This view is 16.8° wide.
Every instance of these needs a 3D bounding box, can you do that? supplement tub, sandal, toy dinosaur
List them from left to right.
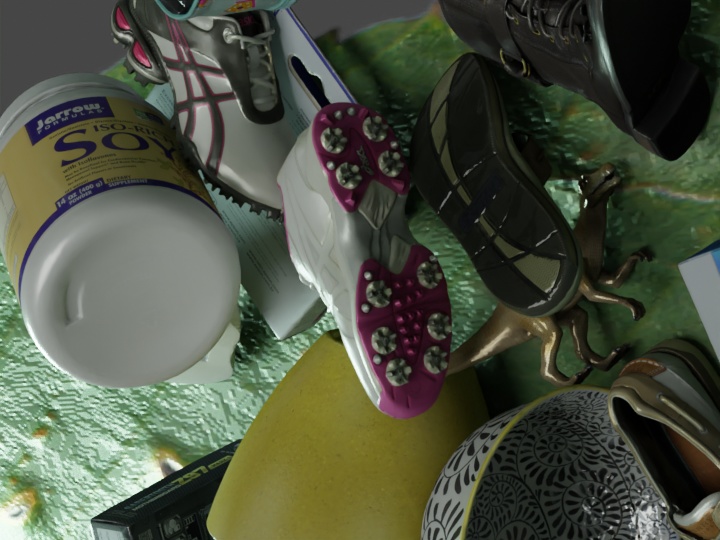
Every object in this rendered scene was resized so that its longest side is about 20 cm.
[{"bbox_3d":[-0.169,-0.032,1.615,0.200,0.144,0.146,-120,31,-53],"label":"supplement tub"},{"bbox_3d":[0.087,-0.047,1.486,0.080,0.057,0.202,-47,48,29],"label":"sandal"},{"bbox_3d":[0.116,0.024,1.510,0.101,0.058,0.200,47,110,18],"label":"toy dinosaur"}]

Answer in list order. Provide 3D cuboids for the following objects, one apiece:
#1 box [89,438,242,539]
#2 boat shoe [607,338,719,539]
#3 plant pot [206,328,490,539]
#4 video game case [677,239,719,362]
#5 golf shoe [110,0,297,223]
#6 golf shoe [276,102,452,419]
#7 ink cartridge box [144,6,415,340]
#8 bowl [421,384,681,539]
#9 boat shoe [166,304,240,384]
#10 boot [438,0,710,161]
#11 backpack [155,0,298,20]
[{"bbox_3d":[-0.104,0.244,1.774,0.051,0.157,0.202,2,111,45],"label":"box"},{"bbox_3d":[0.216,0.140,1.462,0.201,0.068,0.075,53,135,8],"label":"boat shoe"},{"bbox_3d":[0.011,0.120,1.597,0.199,0.199,0.143,20,100,38],"label":"plant pot"},{"bbox_3d":[0.293,0.048,1.360,0.199,0.045,0.182,-22,93,48],"label":"video game case"},{"bbox_3d":[-0.086,-0.121,1.589,0.200,0.077,0.088,53,127,13],"label":"golf shoe"},{"bbox_3d":[0.000,0.000,1.520,0.091,0.075,0.202,-31,68,52],"label":"golf shoe"},{"bbox_3d":[-0.053,-0.085,1.654,0.197,0.043,0.200,55,135,13],"label":"ink cartridge box"},{"bbox_3d":[0.100,0.167,1.502,0.094,0.200,0.202,5,112,48],"label":"bowl"},{"bbox_3d":[-0.123,0.032,1.743,0.200,0.071,0.069,107,167,-72],"label":"boat shoe"},{"bbox_3d":[0.106,-0.146,1.393,0.174,0.069,0.200,31,163,29],"label":"boot"},{"bbox_3d":[-0.084,-0.256,1.509,0.201,0.152,0.177,64,144,41],"label":"backpack"}]
